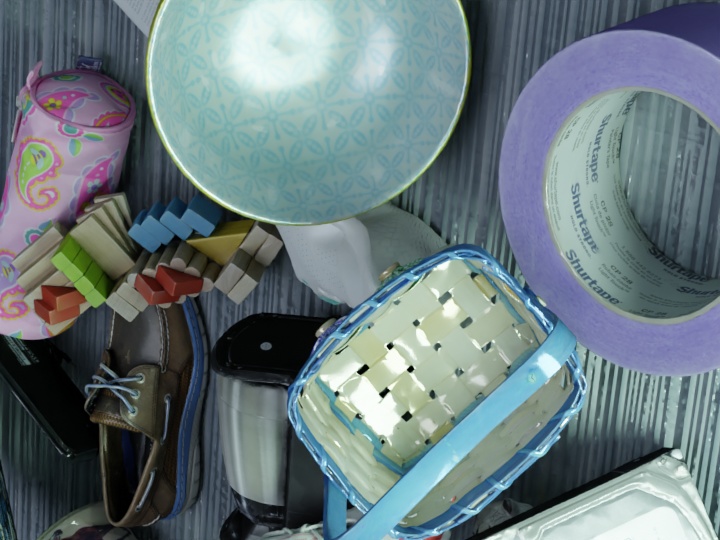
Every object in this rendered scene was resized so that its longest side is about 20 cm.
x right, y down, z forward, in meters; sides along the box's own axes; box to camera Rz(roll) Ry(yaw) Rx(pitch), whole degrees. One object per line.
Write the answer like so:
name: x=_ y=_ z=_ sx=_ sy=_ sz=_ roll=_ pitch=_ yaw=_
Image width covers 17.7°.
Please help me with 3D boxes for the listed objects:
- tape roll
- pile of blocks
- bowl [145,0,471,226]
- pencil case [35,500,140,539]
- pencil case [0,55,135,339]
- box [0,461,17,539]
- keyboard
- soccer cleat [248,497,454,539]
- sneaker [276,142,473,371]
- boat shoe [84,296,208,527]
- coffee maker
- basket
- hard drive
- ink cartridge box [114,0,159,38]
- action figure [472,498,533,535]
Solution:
tape roll: x=0.183 y=-0.047 z=1.314 sx=0.199 sy=0.085 sz=0.202 roll=15 pitch=115 yaw=35
pile of blocks: x=-0.149 y=-0.006 z=1.557 sx=0.198 sy=0.062 sz=0.083 roll=-12 pitch=114 yaw=16
bowl: x=-0.039 y=-0.138 z=1.430 sx=0.108 sy=0.198 sz=0.202 roll=-117 pitch=26 yaw=-68
pencil case: x=-0.168 y=0.265 z=1.699 sx=0.201 sy=0.089 sz=0.078 roll=54 pitch=152 yaw=10
pencil case: x=-0.219 y=-0.049 z=1.632 sx=0.087 sy=0.087 sz=0.201 roll=36 pitch=126 yaw=24
box: x=-0.289 y=0.150 z=1.683 sx=0.160 sy=0.046 sz=0.201 roll=81 pitch=172 yaw=-51
keyboard: x=-0.258 y=0.065 z=1.692 sx=0.040 sy=0.104 sz=0.200 roll=-42 pitch=78 yaw=19
soccer cleat: x=-0.025 y=0.183 z=1.427 sx=0.085 sy=0.069 sz=0.200 roll=41 pitch=109 yaw=-19
sneaker: x=0.000 y=0.000 z=1.493 sx=0.200 sy=0.075 sz=0.089 roll=52 pitch=136 yaw=24
boat shoe: x=-0.155 y=0.090 z=1.639 sx=0.072 sy=0.072 sz=0.202 roll=9 pitch=110 yaw=37
coffee maker: x=-0.010 y=0.147 z=1.503 sx=0.191 sy=0.134 sz=0.202 roll=16 pitch=115 yaw=32
basket: x=0.041 y=0.075 z=1.321 sx=0.176 sy=0.200 sz=0.139 roll=-42 pitch=106 yaw=4
hard drive: x=0.128 y=0.209 z=1.386 sx=0.038 sy=0.199 sz=0.141 roll=157 pitch=90 yaw=-82
ink cartridge box: x=-0.132 y=-0.253 z=1.529 sx=0.200 sy=0.050 sz=0.163 roll=50 pitch=130 yaw=25
action figure: x=0.092 y=0.240 z=1.459 sx=0.105 sy=0.198 sz=0.195 roll=-170 pitch=71 yaw=-79
